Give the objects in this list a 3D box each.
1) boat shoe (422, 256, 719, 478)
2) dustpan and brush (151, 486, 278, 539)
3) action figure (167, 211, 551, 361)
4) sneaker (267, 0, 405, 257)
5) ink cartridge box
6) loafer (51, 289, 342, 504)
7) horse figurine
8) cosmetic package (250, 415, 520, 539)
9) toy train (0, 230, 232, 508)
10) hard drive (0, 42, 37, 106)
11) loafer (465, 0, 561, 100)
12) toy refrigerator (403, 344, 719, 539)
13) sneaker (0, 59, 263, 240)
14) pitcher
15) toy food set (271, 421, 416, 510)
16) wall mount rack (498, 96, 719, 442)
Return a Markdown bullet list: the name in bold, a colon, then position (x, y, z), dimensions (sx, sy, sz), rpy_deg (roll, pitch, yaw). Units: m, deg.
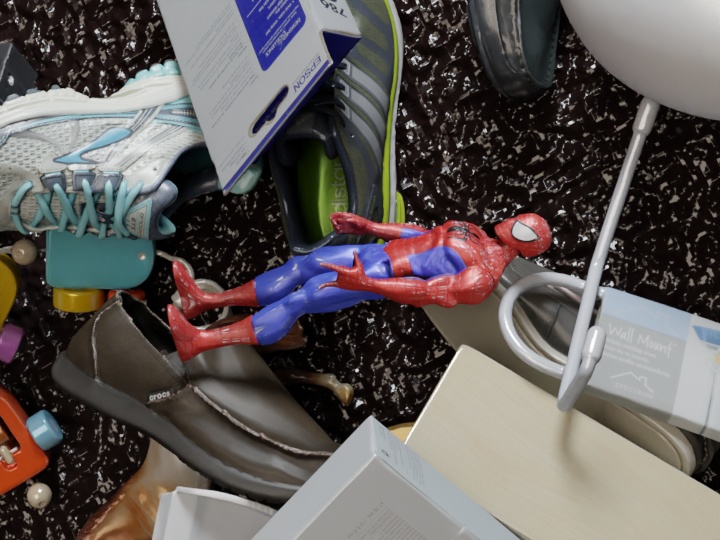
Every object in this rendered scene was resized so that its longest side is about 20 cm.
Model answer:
- **boat shoe**: position (0.111, 0.040, 0.959), dimensions (0.200, 0.057, 0.067), rpy_deg (39, 140, 18)
- **dustpan and brush**: position (-0.014, 0.196, 0.919), dimensions (0.199, 0.057, 0.140), rpy_deg (11, 90, -17)
- **action figure**: position (0.000, 0.000, 0.917), dimensions (0.199, 0.066, 0.052), rpy_deg (-10, 119, 5)
- **sneaker**: position (-0.016, -0.091, 0.984), dimensions (0.074, 0.081, 0.201), rpy_deg (-9, 86, 18)
- **ink cartridge box**: position (-0.057, -0.134, 0.961), dimensions (0.099, 0.039, 0.200), rpy_deg (-47, 42, 27)
- **loafer**: position (-0.077, 0.067, 0.951), dimensions (0.199, 0.073, 0.072), rpy_deg (24, 95, 21)
- **horse figurine**: position (-0.084, 0.108, 1.020), dimensions (0.132, 0.050, 0.201), rpy_deg (17, 97, 12)
- **cosmetic package**: position (-0.006, 0.192, 0.864), dimensions (0.151, 0.052, 0.200), rpy_deg (41, 102, -13)
- **toy train**: position (-0.181, 0.038, 1.055), dimensions (0.200, 0.056, 0.150), rpy_deg (-36, 104, 5)
- **hard drive**: position (-0.277, -0.039, 1.039), dimensions (0.139, 0.038, 0.201), rpy_deg (-4, 56, 25)
- **loafer**: position (0.095, -0.193, 0.954), dimensions (0.070, 0.068, 0.202), rpy_deg (-1, 85, 27)
- **toy refrigerator**: position (0.114, 0.129, 0.913), dimensions (0.199, 0.070, 0.076), rpy_deg (30, 63, 4)
- **sneaker**: position (-0.143, -0.054, 0.974), dimensions (0.199, 0.078, 0.086), rpy_deg (-22, 62, -24)
- **pitcher**: position (0.215, -0.134, 0.894), dimensions (0.200, 0.171, 0.122), rpy_deg (34, 133, 32)
- **toy food set**: position (0.022, 0.200, 0.972), dimensions (0.198, 0.049, 0.200), rpy_deg (-39, 86, 6)
- **wall mount rack**: position (0.179, 0.012, 0.906), dimensions (0.199, 0.075, 0.174), rpy_deg (19, 54, 0)
